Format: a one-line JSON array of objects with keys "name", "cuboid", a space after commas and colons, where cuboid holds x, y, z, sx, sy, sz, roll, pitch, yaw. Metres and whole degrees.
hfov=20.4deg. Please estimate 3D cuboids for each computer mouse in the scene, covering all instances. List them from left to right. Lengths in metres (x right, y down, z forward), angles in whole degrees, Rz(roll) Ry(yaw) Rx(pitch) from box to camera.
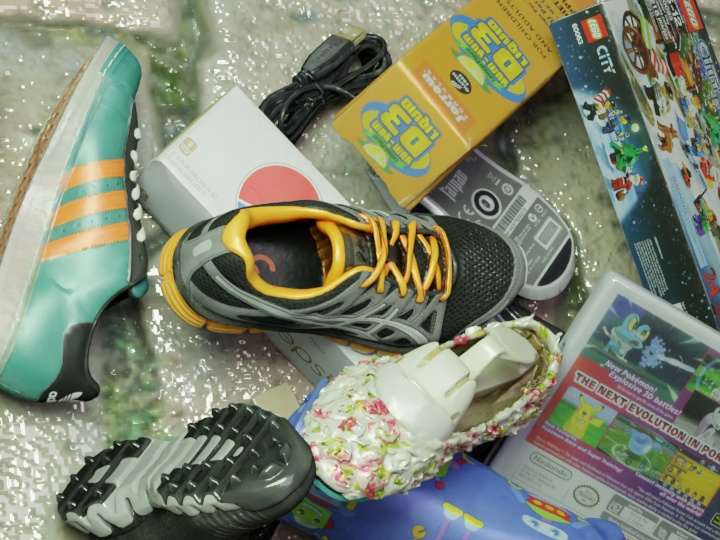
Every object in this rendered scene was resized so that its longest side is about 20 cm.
[{"name": "computer mouse", "cuboid": [0.036, -0.049, 1.155, 0.200, 0.044, 0.110, 42, 51, -3]}]

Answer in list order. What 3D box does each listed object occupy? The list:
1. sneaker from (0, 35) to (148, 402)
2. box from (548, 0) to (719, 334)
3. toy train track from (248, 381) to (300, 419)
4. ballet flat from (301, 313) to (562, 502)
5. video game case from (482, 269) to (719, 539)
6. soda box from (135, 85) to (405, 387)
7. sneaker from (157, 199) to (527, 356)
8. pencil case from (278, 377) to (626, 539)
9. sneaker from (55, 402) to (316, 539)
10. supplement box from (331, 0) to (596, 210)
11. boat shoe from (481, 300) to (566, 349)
[{"name": "sneaker", "cuboid": [-0.145, -0.024, 1.066, 0.080, 0.071, 0.200, 23, 73, -17]}, {"name": "box", "cuboid": [0.186, -0.064, 1.169, 0.137, 0.038, 0.200, -24, 94, -57]}, {"name": "toy train track", "cuboid": [-0.003, 0.155, 1.087, 0.115, 0.033, 0.200, -26, 78, -23]}, {"name": "ballet flat", "cuboid": [0.040, 0.059, 1.005, 0.076, 0.064, 0.200, 48, 30, 13]}, {"name": "video game case", "cuboid": [0.172, 0.123, 1.115, 0.200, 0.023, 0.182, 30, 99, -12]}, {"name": "soda box", "cuboid": [-0.031, -0.002, 1.104, 0.200, 0.064, 0.068, 46, 63, -3]}, {"name": "sneaker", "cuboid": [0.000, 0.000, 1.038, 0.200, 0.077, 0.078, -2, 74, -23]}, {"name": "pencil case", "cuboid": [0.045, 0.129, 1.049, 0.200, 0.078, 0.087, 26, 38, -3]}, {"name": "sneaker", "cuboid": [-0.069, 0.120, 0.986, 0.091, 0.200, 0.067, 48, 57, -17]}, {"name": "supplement box", "cuboid": [0.066, -0.113, 1.136, 0.067, 0.069, 0.200, 49, 42, -3]}, {"name": "boat shoe", "cuboid": [0.148, 0.066, 1.138, 0.200, 0.070, 0.066, 39, 100, -9]}]
